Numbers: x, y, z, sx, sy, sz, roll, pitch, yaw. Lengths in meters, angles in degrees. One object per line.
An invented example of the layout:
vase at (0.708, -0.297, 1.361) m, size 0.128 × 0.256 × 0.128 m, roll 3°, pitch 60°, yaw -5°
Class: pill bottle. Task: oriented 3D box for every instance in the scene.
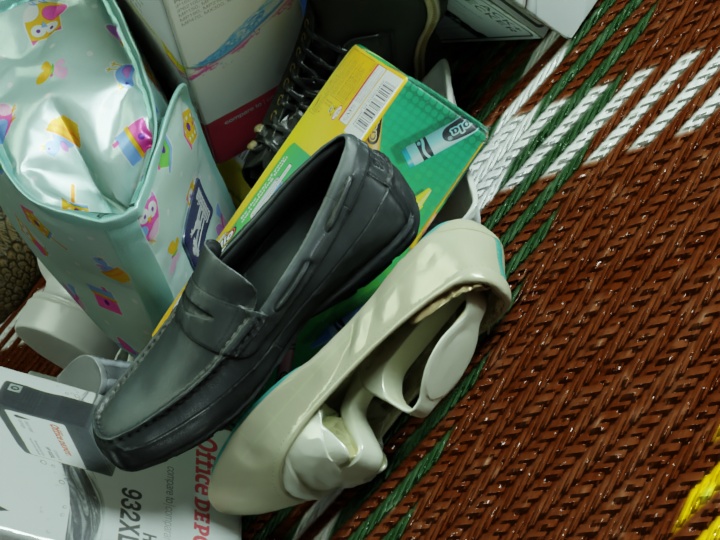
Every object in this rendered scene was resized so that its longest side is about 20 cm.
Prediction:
pill bottle at (-0.134, -0.028, 1.723) m, size 0.200 × 0.112 × 0.112 m, roll -61°, pitch 19°, yaw -15°

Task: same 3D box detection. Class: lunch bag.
lunch bag at (-0.144, -0.050, 1.562) m, size 0.122 × 0.170 × 0.200 m, roll -27°, pitch 53°, yaw -7°

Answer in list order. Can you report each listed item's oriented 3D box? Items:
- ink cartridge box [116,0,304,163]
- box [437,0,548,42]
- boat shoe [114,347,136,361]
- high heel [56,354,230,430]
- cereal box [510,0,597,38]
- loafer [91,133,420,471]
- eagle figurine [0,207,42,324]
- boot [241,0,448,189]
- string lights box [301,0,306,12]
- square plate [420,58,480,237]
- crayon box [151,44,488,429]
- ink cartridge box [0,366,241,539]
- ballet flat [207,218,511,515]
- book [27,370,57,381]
ink cartridge box at (-0.101, -0.179, 1.553) m, size 0.086 × 0.148 × 0.200 m, roll -29°, pitch -30°, yaw -11°
box at (0.071, -0.193, 1.570) m, size 0.117 × 0.060 × 0.200 m, roll -59°, pitch 18°, yaw -9°
boat shoe at (-0.155, 0.133, 1.581) m, size 0.074 × 0.067 × 0.200 m, roll -29°, pitch 33°, yaw 55°
high heel at (-0.163, 0.109, 1.534) m, size 0.200 × 0.142 × 0.072 m, roll -33°, pitch 65°, yaw 30°
cereal box at (0.072, -0.234, 1.417) m, size 0.144 × 0.200 × 0.040 m, roll -56°, pitch 23°, yaw 4°
loafer at (-0.060, 0.013, 1.326) m, size 0.201 × 0.070 × 0.068 m, roll -44°, pitch 39°, yaw -1°
eagle figurine at (-0.199, -0.011, 1.853) m, size 0.152 × 0.151 × 0.200 m, roll -16°, pitch 32°, yaw 48°
boot at (-0.020, -0.110, 1.508) m, size 0.138 × 0.077 × 0.200 m, roll -50°, pitch -25°, yaw -14°
string lights box at (-0.017, -0.202, 1.804) m, size 0.200 × 0.059 × 0.103 m, roll -30°, pitch 33°, yaw 53°
square plate at (0.000, 0.000, 1.478) m, size 0.200 × 0.028 × 0.198 m, roll -50°, pitch 19°, yaw 19°
crayon box at (-0.025, -0.016, 1.429) m, size 0.200 × 0.058 × 0.119 m, roll -55°, pitch 18°, yaw 3°
ink cartridge box at (-0.164, 0.126, 1.382) m, size 0.145 × 0.200 × 0.084 m, roll -94°, pitch 24°, yaw -60°
ballet flat at (0.002, 0.061, 1.327) m, size 0.200 × 0.069 × 0.069 m, roll -50°, pitch 20°, yaw 15°
book at (-0.210, 0.171, 1.617) m, size 0.200 × 0.048 × 0.134 m, roll -83°, pitch 7°, yaw -59°
